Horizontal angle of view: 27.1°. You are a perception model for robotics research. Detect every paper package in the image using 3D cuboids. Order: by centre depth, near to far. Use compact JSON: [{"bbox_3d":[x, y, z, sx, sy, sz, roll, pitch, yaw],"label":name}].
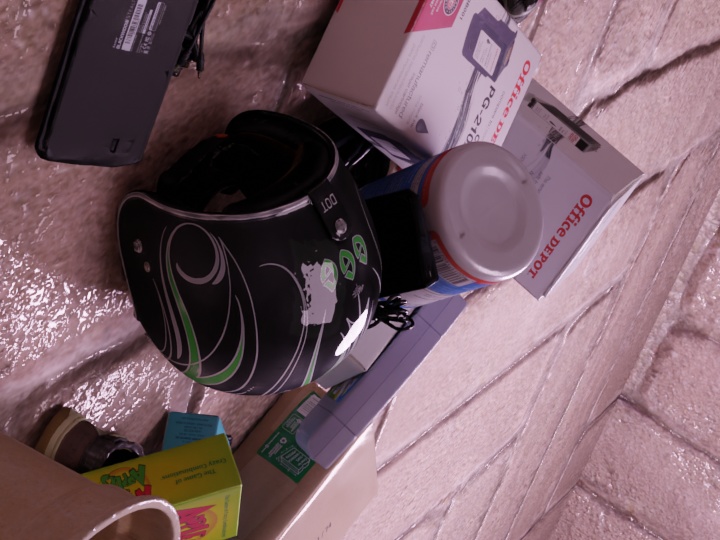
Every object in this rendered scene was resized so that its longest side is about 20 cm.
[{"bbox_3d":[-0.078,0.245,1.579,0.200,0.103,0.191,-48,158,-25],"label":"paper package"}]

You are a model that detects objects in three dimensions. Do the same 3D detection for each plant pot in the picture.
[{"bbox_3d":[-0.248,0.184,0.964,0.201,0.182,0.201,-47,157,-27],"label":"plant pot"}]

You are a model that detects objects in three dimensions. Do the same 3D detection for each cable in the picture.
[{"bbox_3d":[-0.019,-0.069,1.344,0.200,0.050,0.165,-36,151,-48],"label":"cable"}]

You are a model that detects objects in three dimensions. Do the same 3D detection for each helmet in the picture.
[{"bbox_3d":[-0.080,-0.001,1.123,0.200,0.198,0.193,-41,137,-39],"label":"helmet"}]

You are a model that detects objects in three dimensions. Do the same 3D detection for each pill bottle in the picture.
[{"bbox_3d":[0.048,-0.029,1.234,0.112,0.113,0.199,-45,-164,-33],"label":"pill bottle"}]

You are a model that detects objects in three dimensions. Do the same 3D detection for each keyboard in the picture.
[{"bbox_3d":[-0.139,-0.161,0.946,0.103,0.040,0.202,5,118,-41],"label":"keyboard"},{"bbox_3d":[0.000,0.000,1.201,0.039,0.199,0.106,-7,87,-37],"label":"keyboard"}]

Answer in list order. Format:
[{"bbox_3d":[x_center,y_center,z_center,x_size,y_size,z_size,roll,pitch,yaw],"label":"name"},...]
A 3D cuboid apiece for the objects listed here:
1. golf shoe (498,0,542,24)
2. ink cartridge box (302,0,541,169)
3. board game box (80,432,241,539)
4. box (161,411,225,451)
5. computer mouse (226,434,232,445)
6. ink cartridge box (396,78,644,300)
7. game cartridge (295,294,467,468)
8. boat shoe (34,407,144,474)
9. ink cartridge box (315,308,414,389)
[{"bbox_3d":[0.163,-0.294,1.383,0.200,0.077,0.088,-46,177,-27],"label":"golf shoe"},{"bbox_3d":[0.057,-0.168,1.248,0.200,0.084,0.146,33,81,-56],"label":"ink cartridge box"},{"bbox_3d":[-0.193,0.193,1.149,0.198,0.048,0.102,-14,151,-16],"label":"board game box"},{"bbox_3d":[-0.157,0.234,1.317,0.083,0.048,0.202,83,12,-61],"label":"box"},{"bbox_3d":[-0.176,0.249,1.453,0.201,0.034,0.059,-59,159,0],"label":"computer mouse"},{"bbox_3d":[0.156,-0.095,1.472,0.083,0.200,0.147,-32,160,-51],"label":"ink cartridge box"},{"bbox_3d":[0.016,0.094,1.386,0.200,0.040,0.133,-49,-172,-7],"label":"game cartridge"},{"bbox_3d":[-0.206,0.170,1.220,0.074,0.064,0.200,-57,161,-9],"label":"boat shoe"},{"bbox_3d":[0.013,0.005,1.407,0.200,0.084,0.144,-50,-174,-20],"label":"ink cartridge box"}]
